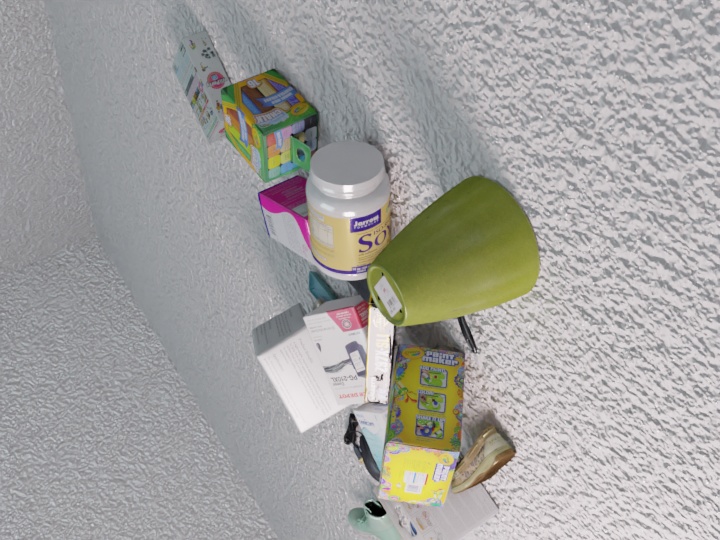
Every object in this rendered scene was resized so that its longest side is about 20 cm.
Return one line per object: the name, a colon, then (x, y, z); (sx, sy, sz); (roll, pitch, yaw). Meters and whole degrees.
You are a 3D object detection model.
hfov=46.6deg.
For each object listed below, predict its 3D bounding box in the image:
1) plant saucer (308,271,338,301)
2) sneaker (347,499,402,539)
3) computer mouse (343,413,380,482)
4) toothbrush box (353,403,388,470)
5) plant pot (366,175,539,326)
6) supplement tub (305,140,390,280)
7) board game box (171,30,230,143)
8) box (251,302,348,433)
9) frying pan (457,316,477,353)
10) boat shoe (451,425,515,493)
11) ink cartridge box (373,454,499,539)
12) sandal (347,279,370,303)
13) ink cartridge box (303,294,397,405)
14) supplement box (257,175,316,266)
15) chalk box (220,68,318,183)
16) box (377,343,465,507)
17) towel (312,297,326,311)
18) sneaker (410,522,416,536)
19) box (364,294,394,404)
plant saucer: (-0.053, 0.086, 1.824); (0.200, 0.019, 0.070); (49, 152, 28)
sneaker: (0.025, 0.609, 2.106); (0.199, 0.074, 0.119); (7, 127, 51)
computer mouse: (0.013, 0.452, 2.013); (0.201, 0.046, 0.141); (52, 152, 24)
toothbrush box: (0.082, 0.363, 1.738); (0.202, 0.085, 0.146); (65, 157, -4)
plant pot: (0.114, -0.007, 1.170); (0.187, 0.198, 0.189); (44, 149, 35)
supplement tub: (-0.019, -0.101, 1.416); (0.145, 0.144, 0.202); (43, 149, 37)
board game box: (-0.343, -0.407, 1.872); (0.202, 0.064, 0.147); (65, 157, 1)
box: (-0.129, 0.204, 1.798); (0.201, 0.130, 0.200); (62, 177, -15)
frying pan: (0.152, 0.031, 1.336); (0.191, 0.031, 0.115); (53, 154, 15)
boat shoe: (0.209, 0.339, 1.487); (0.063, 0.073, 0.201); (60, 146, 22)
ink cartridge box: (0.136, 0.432, 1.556); (0.163, 0.198, 0.057); (54, 152, 20)
sandal: (0.000, -0.001, 1.603); (0.200, 0.042, 0.077); (39, 138, 42)
ink cartridge box: (-0.007, 0.158, 1.664); (0.144, 0.084, 0.202); (-13, 103, 41)
supplement box: (-0.106, -0.101, 1.645); (0.199, 0.102, 0.102); (33, 142, 51)
chalk box: (-0.158, -0.259, 1.568); (0.200, 0.123, 0.126); (49, 152, 31)
box: (0.104, 0.268, 1.444); (0.201, 0.120, 0.194); (95, -177, -50)
towel: (-0.058, 0.146, 1.840); (0.133, 0.034, 0.200); (53, 163, 16)
sneaker: (0.168, 0.587, 1.803); (0.199, 0.073, 0.083); (22, 131, 55)
box: (0.038, 0.108, 1.473); (0.160, 0.049, 0.203); (-82, -5, -62)
